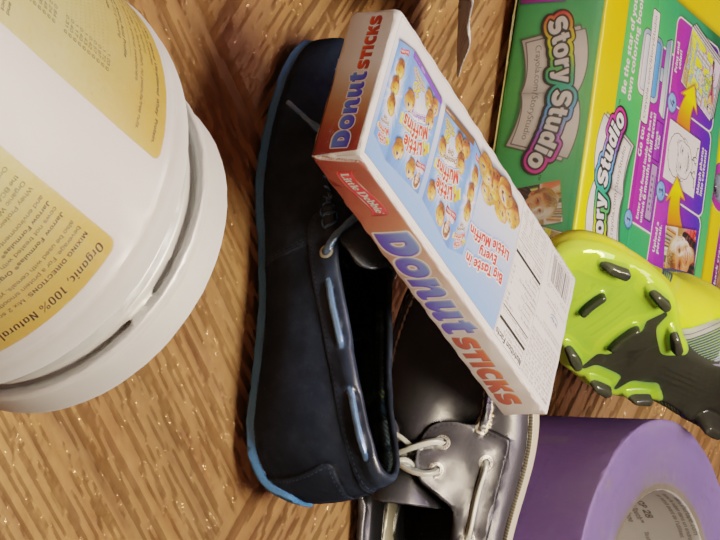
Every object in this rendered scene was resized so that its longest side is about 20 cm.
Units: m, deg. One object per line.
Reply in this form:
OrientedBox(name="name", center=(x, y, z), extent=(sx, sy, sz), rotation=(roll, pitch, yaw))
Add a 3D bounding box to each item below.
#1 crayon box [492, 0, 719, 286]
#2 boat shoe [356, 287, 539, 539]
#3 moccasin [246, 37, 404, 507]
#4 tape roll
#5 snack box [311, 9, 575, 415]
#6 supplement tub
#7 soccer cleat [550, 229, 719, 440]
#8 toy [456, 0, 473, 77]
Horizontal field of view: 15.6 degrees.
OrientedBox(name="crayon box", center=(0.132, -0.062, 1.354), extent=(0.172, 0.058, 0.201), rotation=(27, 68, -55))
OrientedBox(name="boat shoe", center=(0.033, 0.095, 1.172), extent=(0.063, 0.072, 0.201), rotation=(-2, 97, -63))
OrientedBox(name="moccasin", center=(0.000, 0.000, 1.114), extent=(0.080, 0.068, 0.201), rotation=(12, 77, -58))
OrientedBox(name="tape roll", center=(0.109, 0.172, 1.290), extent=(0.200, 0.085, 0.201), rotation=(3, 87, -60))
OrientedBox(name="snack box", center=(0.039, -0.020, 1.094), extent=(0.200, 0.024, 0.072), rotation=(53, 44, -47))
OrientedBox(name="supplement tub", center=(-0.141, -0.050, 0.799), extent=(0.200, 0.144, 0.145), rotation=(44, 53, -51))
OrientedBox(name="soccer cleat", center=(0.137, 0.024, 1.271), extent=(0.200, 0.065, 0.084), rotation=(30, 24, -43))
OrientedBox(name="toy", center=(0.071, -0.197, 1.180), extent=(0.115, 0.047, 0.201), rotation=(90, 2, -78))
